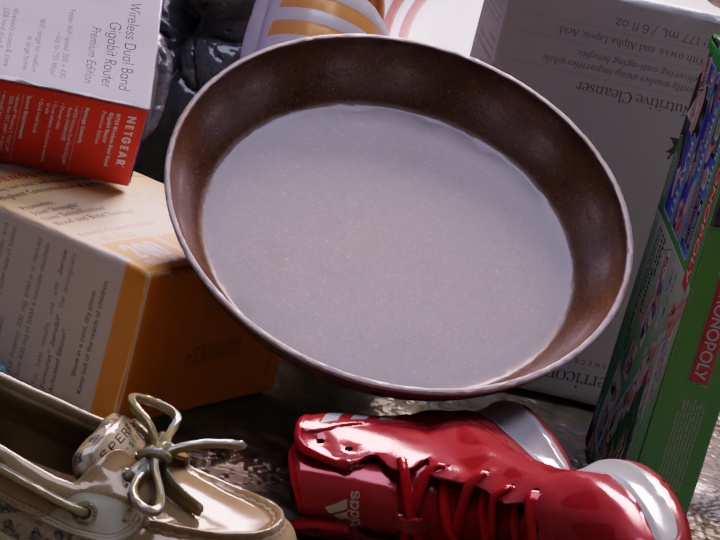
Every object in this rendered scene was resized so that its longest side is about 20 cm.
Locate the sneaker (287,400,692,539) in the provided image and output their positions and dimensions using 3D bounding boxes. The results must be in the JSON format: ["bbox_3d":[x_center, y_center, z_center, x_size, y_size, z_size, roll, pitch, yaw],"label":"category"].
[{"bbox_3d":[0.037,0.100,0.944,0.115,0.079,0.200,-1,8,-20],"label":"sneaker"}]

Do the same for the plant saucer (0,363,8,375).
[{"bbox_3d":[-0.238,0.019,1.044,0.200,0.019,0.070,22,18,22],"label":"plant saucer"}]

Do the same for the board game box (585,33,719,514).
[{"bbox_3d":[0.141,0.010,1.081,0.029,0.200,0.135,14,16,-4],"label":"board game box"}]

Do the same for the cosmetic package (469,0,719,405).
[{"bbox_3d":[0.097,-0.044,1.229,0.113,0.200,0.081,10,15,-7],"label":"cosmetic package"}]

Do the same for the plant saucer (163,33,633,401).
[{"bbox_3d":[0.014,-0.018,1.059,0.200,0.035,0.201,9,48,-10],"label":"plant saucer"}]

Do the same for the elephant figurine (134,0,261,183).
[{"bbox_3d":[-0.142,-0.086,1.254,0.200,0.142,0.155,-14,34,-25],"label":"elephant figurine"}]

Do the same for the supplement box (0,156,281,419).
[{"bbox_3d":[-0.142,-0.008,1.116,0.200,0.074,0.126,23,17,27],"label":"supplement box"}]

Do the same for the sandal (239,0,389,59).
[{"bbox_3d":[-0.022,-0.071,1.217,0.079,0.207,0.059,28,-15,-39],"label":"sandal"}]

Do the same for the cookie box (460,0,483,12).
[{"bbox_3d":[0.109,-0.091,1.504,0.200,0.075,0.171,21,-15,18],"label":"cookie box"}]

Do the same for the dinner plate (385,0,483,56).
[{"bbox_3d":[0.097,-0.123,1.404,0.200,0.024,0.200,-2,54,3],"label":"dinner plate"}]

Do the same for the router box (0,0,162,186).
[{"bbox_3d":[-0.179,-0.139,1.150,0.179,0.049,0.200,11,44,-10],"label":"router box"}]

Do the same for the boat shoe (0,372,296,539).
[{"bbox_3d":[-0.114,0.068,0.899,0.200,0.063,0.073,15,16,3],"label":"boat shoe"}]

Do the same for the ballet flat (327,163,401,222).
[{"bbox_3d":[0.000,0.000,1.186,0.066,0.057,0.200,-26,-11,-2],"label":"ballet flat"}]
